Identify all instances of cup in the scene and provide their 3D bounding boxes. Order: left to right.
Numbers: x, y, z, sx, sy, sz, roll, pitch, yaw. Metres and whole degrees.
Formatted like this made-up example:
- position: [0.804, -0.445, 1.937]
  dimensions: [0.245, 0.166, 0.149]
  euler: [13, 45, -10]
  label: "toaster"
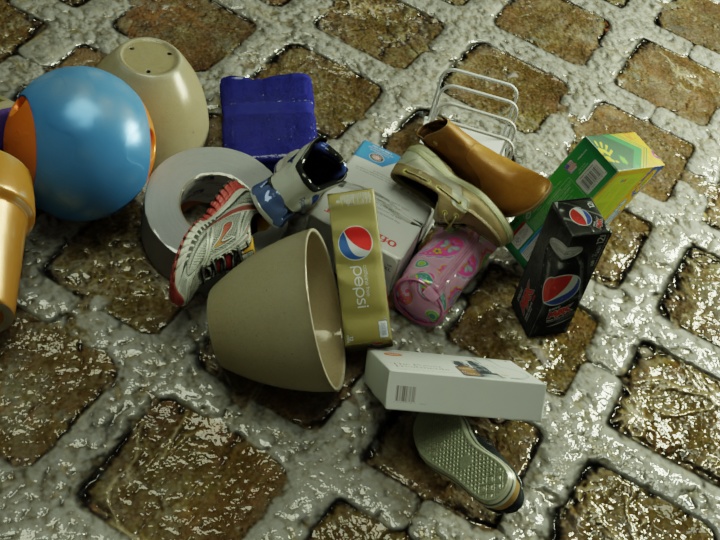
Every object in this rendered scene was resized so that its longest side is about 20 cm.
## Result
- position: [-0.109, 0.059, 1.537]
  dimensions: [0.141, 0.202, 0.202]
  euler: [-9, 44, 10]
  label: "cup"

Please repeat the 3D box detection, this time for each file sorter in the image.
- position: [0.164, -0.197, 1.894]
  dimensions: [0.137, 0.125, 0.201]
  euler: [15, 44, -2]
  label: "file sorter"

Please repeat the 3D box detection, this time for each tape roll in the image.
- position: [-0.198, -0.071, 1.682]
  dimensions: [0.197, 0.066, 0.203]
  euler: [7, 54, -10]
  label: "tape roll"

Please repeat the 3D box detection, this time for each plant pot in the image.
- position: [-0.488, -0.022, 1.496]
  dimensions: [0.197, 0.201, 0.186]
  euler: [-4, 62, -20]
  label: "plant pot"
- position: [-0.313, -0.257, 1.806]
  dimensions: [0.197, 0.135, 0.202]
  euler: [8, 45, -8]
  label: "plant pot"

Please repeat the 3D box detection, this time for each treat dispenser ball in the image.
- position: [-0.370, -0.167, 1.639]
  dimensions: [0.198, 0.202, 0.203]
  euler: [8, 44, -8]
  label: "treat dispenser ball"

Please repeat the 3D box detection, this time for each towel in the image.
- position: [-0.139, -0.220, 1.885]
  dimensions: [0.145, 0.050, 0.202]
  euler: [-3, 47, -5]
  label: "towel"

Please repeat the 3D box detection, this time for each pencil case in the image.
- position: [0.123, -0.009, 1.724]
  dimensions: [0.087, 0.088, 0.200]
  euler: [30, 47, 14]
  label: "pencil case"

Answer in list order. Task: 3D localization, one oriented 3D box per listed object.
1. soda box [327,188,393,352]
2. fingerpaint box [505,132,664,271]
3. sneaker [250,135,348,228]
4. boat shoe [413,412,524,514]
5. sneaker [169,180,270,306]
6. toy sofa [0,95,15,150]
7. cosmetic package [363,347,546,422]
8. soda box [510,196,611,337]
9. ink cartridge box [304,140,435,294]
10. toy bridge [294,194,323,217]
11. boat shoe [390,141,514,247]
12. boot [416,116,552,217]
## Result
- position: [0.000, 0.000, 1.617]
  dimensions: [0.063, 0.068, 0.203]
  euler: [-7, 79, 2]
  label: "soda box"
- position: [0.311, -0.099, 1.749]
  dimensions: [0.074, 0.201, 0.166]
  euler: [51, 32, 19]
  label: "fingerpaint box"
- position: [-0.063, -0.126, 1.647]
  dimensions: [0.081, 0.114, 0.200]
  euler: [55, 20, -8]
  label: "sneaker"
- position: [0.129, 0.229, 1.497]
  dimensions: [0.075, 0.062, 0.200]
  euler: [-49, 39, -2]
  label: "boat shoe"
- position: [-0.177, -0.030, 1.572]
  dimensions: [0.081, 0.078, 0.201]
  euler: [29, 54, 5]
  label: "sneaker"
- position: [-0.506, -0.162, 1.649]
  dimensions: [0.097, 0.084, 0.200]
  euler: [24, 25, 14]
  label: "toy sofa"
- position: [0.114, 0.141, 1.543]
  dimensions: [0.197, 0.053, 0.151]
  euler: [6, 4, -11]
  label: "cosmetic package"
- position: [0.269, -0.001, 1.676]
  dimensions: [0.062, 0.202, 0.071]
  euler: [-6, 48, -20]
  label: "soda box"
- position: [0.021, -0.075, 1.759]
  dimensions: [0.143, 0.085, 0.201]
  euler: [26, 44, 8]
  label: "ink cartridge box"
- position: [-0.113, -0.105, 1.790]
  dimensions: [0.197, 0.027, 0.068]
  euler: [-13, 52, -25]
  label: "toy bridge"
- position: [0.124, -0.091, 1.711]
  dimensions: [0.066, 0.074, 0.200]
  euler: [-43, 68, -15]
  label: "boat shoe"
- position: [0.162, -0.148, 1.703]
  dimensions: [0.071, 0.144, 0.200]
  euler: [-51, 27, -15]
  label: "boot"
